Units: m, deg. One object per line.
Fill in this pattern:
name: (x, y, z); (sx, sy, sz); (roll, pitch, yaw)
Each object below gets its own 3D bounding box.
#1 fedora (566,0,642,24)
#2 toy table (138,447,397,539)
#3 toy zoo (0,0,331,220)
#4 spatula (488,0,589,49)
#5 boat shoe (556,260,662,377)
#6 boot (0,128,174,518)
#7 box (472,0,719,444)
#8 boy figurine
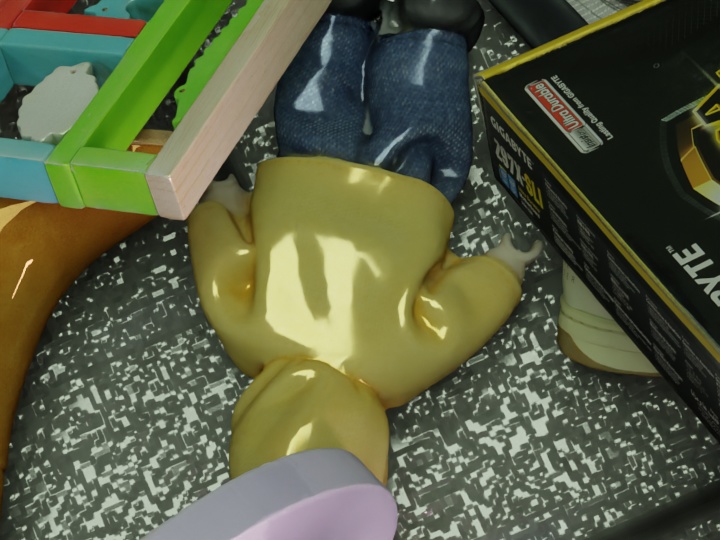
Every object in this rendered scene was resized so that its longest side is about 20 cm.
fedora: (0.127, -0.167, 0.994); (0.176, 0.090, 0.201); (20, 77, 8)
toy table: (-0.042, 0.163, 0.881); (0.200, 0.184, 0.117); (-45, 61, 3)
toy zoo: (-0.119, -0.076, 0.965); (0.199, 0.021, 0.131); (8, 45, 27)
spatula: (0.025, -0.136, 1.012); (0.056, 0.021, 0.200); (-40, 70, -1)
boat shoe: (0.164, -0.001, 0.943); (0.198, 0.074, 0.067); (0, 107, 7)
boot: (-0.131, 0.045, 0.955); (0.200, 0.071, 0.145); (-20, 67, 12)
box: (0.150, -0.027, 0.888); (0.159, 0.050, 0.200); (-22, 40, -11)
boy figurine: (0.000, 0.000, 0.971); (0.123, 0.064, 0.201); (7, 76, 4)
